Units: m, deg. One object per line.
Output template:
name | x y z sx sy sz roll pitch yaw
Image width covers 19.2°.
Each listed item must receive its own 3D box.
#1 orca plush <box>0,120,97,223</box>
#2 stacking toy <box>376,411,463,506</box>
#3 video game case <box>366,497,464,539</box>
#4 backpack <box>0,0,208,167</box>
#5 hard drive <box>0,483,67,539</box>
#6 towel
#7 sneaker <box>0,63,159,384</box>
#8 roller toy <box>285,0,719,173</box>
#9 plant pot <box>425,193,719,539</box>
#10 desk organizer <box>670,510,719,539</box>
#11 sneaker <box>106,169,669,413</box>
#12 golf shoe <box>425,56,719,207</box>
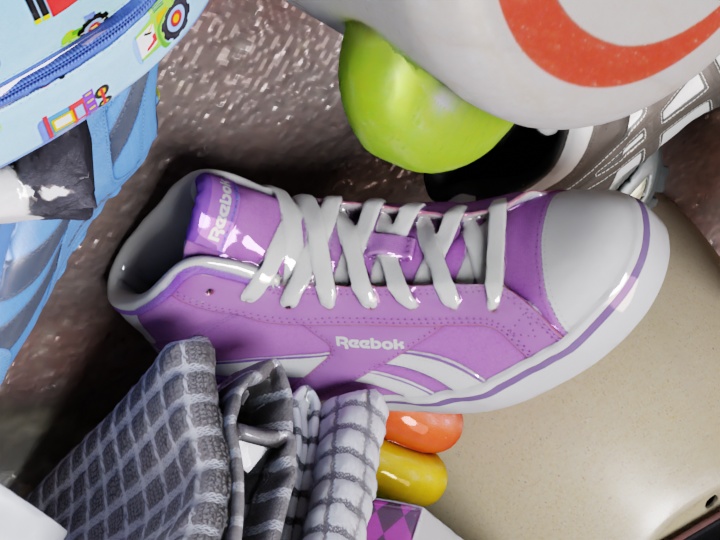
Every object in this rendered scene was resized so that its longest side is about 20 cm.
orca plush | -0.179 -0.044 0.614 0.200 0.071 0.105 -7 175 6
stacking toy | 0.001 0.088 0.840 0.085 0.085 0.200 21 97 -47
video game case | 0.024 0.210 0.802 0.181 0.036 0.200 43 59 -48
backpack | -0.112 -0.095 0.531 0.182 0.200 0.135 -31 136 -14
hard drive | -0.201 0.131 0.675 0.132 0.027 0.200 36 68 -12
towel | -0.082 0.133 0.742 0.085 0.166 0.200 29 134 -19
sneaker | -0.104 -0.026 0.704 0.078 0.066 0.200 -4 127 -41
roller toy | 0.048 -0.149 0.661 0.200 0.140 0.183 -33 134 -24
plant pot | 0.106 0.082 0.913 0.200 0.134 0.201 -22 136 -23
desk organizer | 0.179 0.185 0.804 0.072 0.200 0.077 -27 135 -17
sneaker | 0.000 0.001 0.744 0.200 0.073 0.114 -17 142 30
golf shoe | 0.100 -0.087 0.788 0.094 0.078 0.200 12 115 -51
